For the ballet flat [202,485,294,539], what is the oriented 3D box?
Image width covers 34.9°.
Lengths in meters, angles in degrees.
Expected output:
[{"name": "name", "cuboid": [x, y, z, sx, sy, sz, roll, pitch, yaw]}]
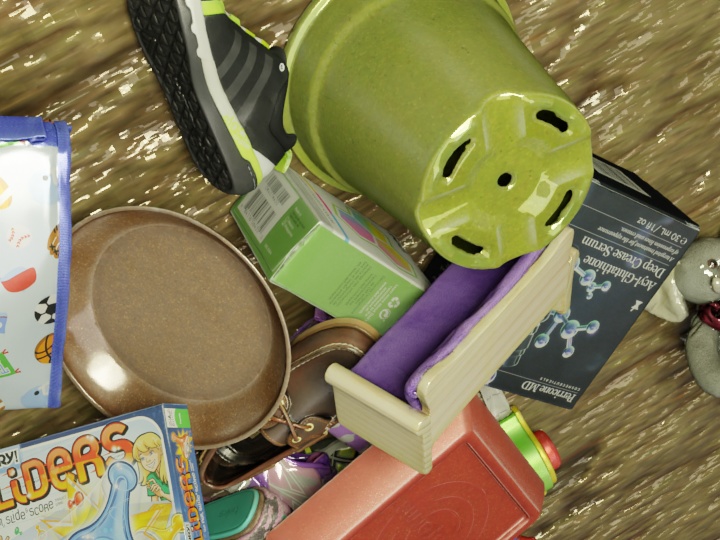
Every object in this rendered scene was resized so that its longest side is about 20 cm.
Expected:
[{"name": "ballet flat", "cuboid": [-0.126, 0.221, 0.952, 0.200, 0.069, 0.071, -17, 131, 40]}]

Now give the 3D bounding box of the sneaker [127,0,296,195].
[{"name": "sneaker", "cuboid": [-0.095, -0.146, 0.791, 0.083, 0.072, 0.200, -38, 135, -25]}]

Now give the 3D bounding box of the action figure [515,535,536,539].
[{"name": "action figure", "cuboid": [0.086, 0.252, 1.140, 0.099, 0.065, 0.200, -23, 151, 28]}]

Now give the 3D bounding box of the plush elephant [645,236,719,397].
[{"name": "plush elephant", "cuboid": [0.357, 0.032, 1.082, 0.165, 0.200, 0.155, -34, 109, -19]}]

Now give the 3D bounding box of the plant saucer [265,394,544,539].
[{"name": "plant saucer", "cuboid": [0.052, 0.207, 0.933, 0.200, 0.037, 0.200, -40, 133, -1]}]

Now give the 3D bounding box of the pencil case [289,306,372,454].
[{"name": "pencil case", "cuboid": [0.019, 0.116, 0.969, 0.200, 0.084, 0.086, 33, 119, -18]}]

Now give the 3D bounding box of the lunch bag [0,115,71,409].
[{"name": "lunch bag", "cuboid": [-0.276, -0.013, 0.744, 0.170, 0.124, 0.200, -3, 130, -22]}]

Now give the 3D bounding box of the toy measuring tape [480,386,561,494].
[{"name": "toy measuring tape", "cuboid": [0.151, 0.165, 1.114, 0.073, 0.074, 0.200, -29, 130, -6]}]

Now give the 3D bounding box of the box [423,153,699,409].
[{"name": "box", "cuboid": [0.160, -0.001, 0.980, 0.148, 0.107, 0.200, 18, 113, -35]}]

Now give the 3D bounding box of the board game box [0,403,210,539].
[{"name": "board game box", "cuboid": [-0.210, 0.188, 0.859, 0.199, 0.136, 0.034, -18, 166, 20]}]

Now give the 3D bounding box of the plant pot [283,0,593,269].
[{"name": "plant pot", "cuboid": [0.064, -0.101, 0.812, 0.200, 0.184, 0.201, -14, 127, -19]}]

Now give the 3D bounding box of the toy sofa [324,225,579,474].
[{"name": "toy sofa", "cuboid": [0.068, 0.036, 0.815, 0.200, 0.083, 0.098, -44, 147, -30]}]

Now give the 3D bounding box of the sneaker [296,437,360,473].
[{"name": "sneaker", "cuboid": [-0.001, 0.193, 1.053, 0.200, 0.076, 0.075, -31, 132, -3]}]

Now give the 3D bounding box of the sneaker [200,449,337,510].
[{"name": "sneaker", "cuboid": [-0.046, 0.207, 0.999, 0.088, 0.080, 0.200, -42, 95, -10]}]

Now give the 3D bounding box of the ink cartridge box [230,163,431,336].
[{"name": "ink cartridge box", "cuboid": [0.000, 0.000, 0.902, 0.200, 0.104, 0.059, 32, 105, -38]}]

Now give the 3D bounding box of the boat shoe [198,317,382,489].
[{"name": "boat shoe", "cuboid": [-0.056, 0.111, 0.884, 0.070, 0.070, 0.200, 40, 128, -9]}]

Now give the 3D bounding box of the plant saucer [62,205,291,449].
[{"name": "plant saucer", "cuboid": [-0.139, 0.039, 0.848, 0.200, 0.037, 0.201, 8, 118, 15]}]
